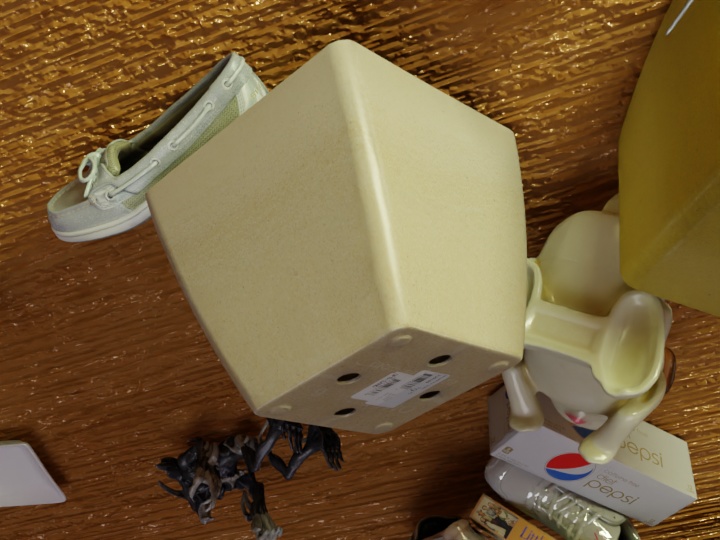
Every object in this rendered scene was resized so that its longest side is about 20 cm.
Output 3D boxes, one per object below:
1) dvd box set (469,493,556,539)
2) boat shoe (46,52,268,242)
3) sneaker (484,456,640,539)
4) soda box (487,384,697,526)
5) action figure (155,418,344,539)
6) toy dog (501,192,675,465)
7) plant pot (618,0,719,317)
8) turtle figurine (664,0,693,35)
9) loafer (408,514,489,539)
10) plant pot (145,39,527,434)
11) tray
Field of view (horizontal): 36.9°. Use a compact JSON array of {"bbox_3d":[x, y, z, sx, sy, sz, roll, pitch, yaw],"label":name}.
[{"bbox_3d":[0.203,0.290,1.047,0.200,0.029,0.146,30,169,21],"label":"dvd box set"},{"bbox_3d":[-0.151,-0.086,0.782,0.201,0.075,0.065,-24,123,21],"label":"boat shoe"},{"bbox_3d":[0.205,0.225,1.033,0.200,0.099,0.078,29,103,-29],"label":"sneaker"},{"bbox_3d":[0.215,0.165,1.002,0.199,0.068,0.064,26,131,-20],"label":"soda box"},{"bbox_3d":[-0.119,0.202,1.045,0.200,0.102,0.119,-34,135,30],"label":"action figure"},{"bbox_3d":[0.177,0.051,0.842,0.139,0.195,0.200,7,154,22],"label":"toy dog"},{"bbox_3d":[0.270,-0.069,0.690,0.199,0.201,0.177,17,145,-12],"label":"plant pot"},{"bbox_3d":[0.148,-0.237,0.586,0.149,0.101,0.201,1,121,-18],"label":"turtle figurine"},{"bbox_3d":[0.086,0.269,1.084,0.063,0.072,0.200,59,165,-1],"label":"loafer"},{"bbox_3d":[0.000,0.000,0.732,0.199,0.178,0.200,-32,147,31],"label":"plant pot"},{"bbox_3d":[-0.417,0.213,1.133,0.199,0.022,0.108,-6,133,11],"label":"tray"}]
